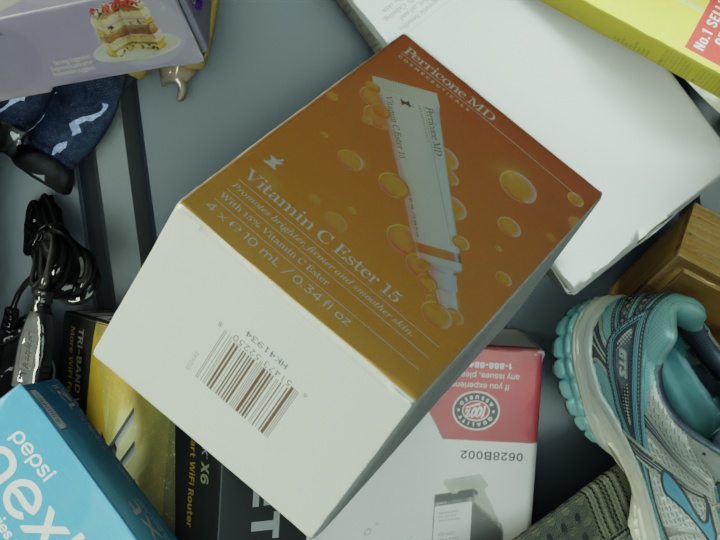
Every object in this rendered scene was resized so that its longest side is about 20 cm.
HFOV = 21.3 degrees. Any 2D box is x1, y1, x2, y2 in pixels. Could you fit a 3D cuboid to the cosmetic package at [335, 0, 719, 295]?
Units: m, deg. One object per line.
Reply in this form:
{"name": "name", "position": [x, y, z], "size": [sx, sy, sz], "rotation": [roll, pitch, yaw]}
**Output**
{"name": "cosmetic package", "position": [0.079, -0.100, 0.941], "size": [0.108, 0.085, 0.200], "rotation": [-36, 97, 1]}

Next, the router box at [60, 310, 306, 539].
{"name": "router box", "position": [-0.090, 0.127, 0.919], "size": [0.052, 0.157, 0.201], "rotation": [0, 96, -37]}

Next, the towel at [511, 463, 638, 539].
{"name": "towel", "position": [0.153, 0.187, 0.954], "size": [0.200, 0.035, 0.193], "rotation": [-27, 95, -36]}

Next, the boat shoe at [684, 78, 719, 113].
{"name": "boat shoe", "position": [0.142, -0.162, 0.927], "size": [0.060, 0.072, 0.202], "rotation": [-42, 79, 18]}

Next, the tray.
{"name": "tray", "position": [0.227, 0.047, 0.954], "size": [0.200, 0.099, 0.037], "rotation": [28, 59, -5]}

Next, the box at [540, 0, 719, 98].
{"name": "box", "position": [0.097, -0.157, 0.863], "size": [0.200, 0.050, 0.075], "rotation": [30, 89, 3]}

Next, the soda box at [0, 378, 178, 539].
{"name": "soda box", "position": [-0.104, 0.145, 0.815], "size": [0.068, 0.064, 0.200], "rotation": [-37, 86, 3]}

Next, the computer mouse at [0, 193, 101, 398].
{"name": "computer mouse", "position": [-0.161, 0.069, 0.923], "size": [0.046, 0.140, 0.201], "rotation": [16, 95, -18]}

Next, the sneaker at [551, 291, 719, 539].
{"name": "sneaker", "position": [0.169, 0.099, 0.911], "size": [0.078, 0.086, 0.200], "rotation": [-39, 100, -35]}

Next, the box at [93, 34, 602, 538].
{"name": "box", "position": [0.000, 0.000, 0.836], "size": [0.124, 0.200, 0.098], "rotation": [39, 129, 6]}

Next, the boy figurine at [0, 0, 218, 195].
{"name": "boy figurine", "position": [-0.125, -0.141, 0.938], "size": [0.124, 0.064, 0.200], "rotation": [31, 93, -5]}

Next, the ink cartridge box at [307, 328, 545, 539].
{"name": "ink cartridge box", "position": [0.011, 0.129, 0.960], "size": [0.146, 0.083, 0.201], "rotation": [3, 95, -4]}

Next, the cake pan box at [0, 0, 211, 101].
{"name": "cake pan box", "position": [-0.161, -0.157, 0.867], "size": [0.199, 0.185, 0.052], "rotation": [-8, 138, 13]}
